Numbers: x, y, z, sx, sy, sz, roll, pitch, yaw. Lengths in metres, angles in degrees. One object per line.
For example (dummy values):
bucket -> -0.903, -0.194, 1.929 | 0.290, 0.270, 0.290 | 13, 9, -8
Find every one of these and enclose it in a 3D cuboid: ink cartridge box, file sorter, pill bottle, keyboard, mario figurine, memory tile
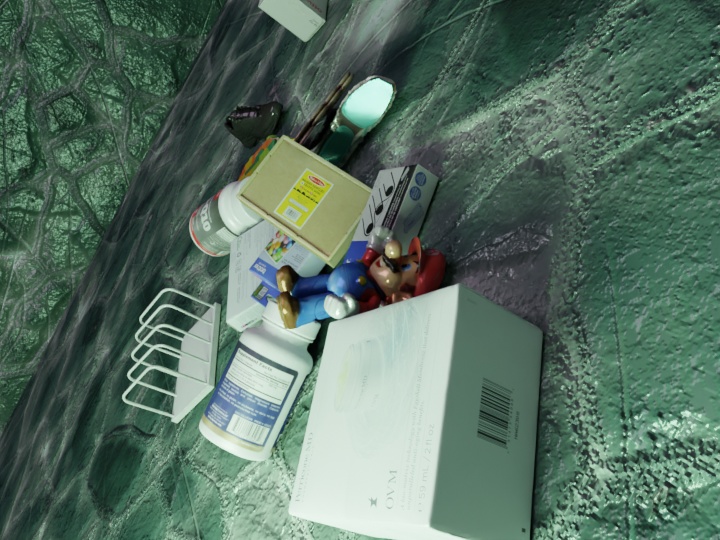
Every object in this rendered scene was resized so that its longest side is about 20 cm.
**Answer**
ink cartridge box -> -0.156, -0.676, 1.528 | 0.085, 0.147, 0.202 | -32, 41, 40
file sorter -> -0.360, 0.155, 1.212 | 0.139, 0.124, 0.201 | -42, 36, 30
ink cartridge box -> 0.030, -0.040, 0.847 | 0.094, 0.044, 0.202 | 3, 70, 59
pill bottle -> -0.133, 0.149, 0.883 | 0.111, 0.110, 0.202 | 19, 82, 59
keyboard -> -0.083, -0.222, 1.099 | 0.127, 0.021, 0.200 | -51, 8, 16
pill bottle -> -0.249, -0.109, 1.258 | 0.199, 0.113, 0.115 | -23, 48, 47
mario figurine -> 0.000, 0.000, 0.732 | 0.106, 0.197, 0.125 | 83, 175, -72
ink cartridge box -> -0.099, -0.030, 0.990 | 0.119, 0.042, 0.201 | 27, 80, 50
ink cartridge box -> -0.143, -0.020, 1.085 | 0.199, 0.043, 0.198 | -29, 42, 21
memory tile -> -0.082, -0.262, 1.136 | 0.201, 0.017, 0.153 | -58, 9, -31

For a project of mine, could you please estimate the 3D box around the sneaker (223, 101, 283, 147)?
sneaker -> -0.254, -0.350, 1.479 | 0.199, 0.090, 0.077 | -16, 51, 50

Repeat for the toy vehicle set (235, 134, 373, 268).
toy vehicle set -> -0.080, -0.108, 0.954 | 0.199, 0.027, 0.125 | 35, 82, 24

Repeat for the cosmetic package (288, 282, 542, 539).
cosmetic package -> 0.050, 0.143, 0.599 | 0.199, 0.122, 0.202 | -23, 48, 49

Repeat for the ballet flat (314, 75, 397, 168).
ballet flat -> -0.014, -0.251, 1.059 | 0.200, 0.071, 0.072 | -46, 34, 29

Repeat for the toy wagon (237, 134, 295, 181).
toy wagon -> -0.195, -0.223, 1.339 | 0.200, 0.039, 0.156 | -41, 37, 33
